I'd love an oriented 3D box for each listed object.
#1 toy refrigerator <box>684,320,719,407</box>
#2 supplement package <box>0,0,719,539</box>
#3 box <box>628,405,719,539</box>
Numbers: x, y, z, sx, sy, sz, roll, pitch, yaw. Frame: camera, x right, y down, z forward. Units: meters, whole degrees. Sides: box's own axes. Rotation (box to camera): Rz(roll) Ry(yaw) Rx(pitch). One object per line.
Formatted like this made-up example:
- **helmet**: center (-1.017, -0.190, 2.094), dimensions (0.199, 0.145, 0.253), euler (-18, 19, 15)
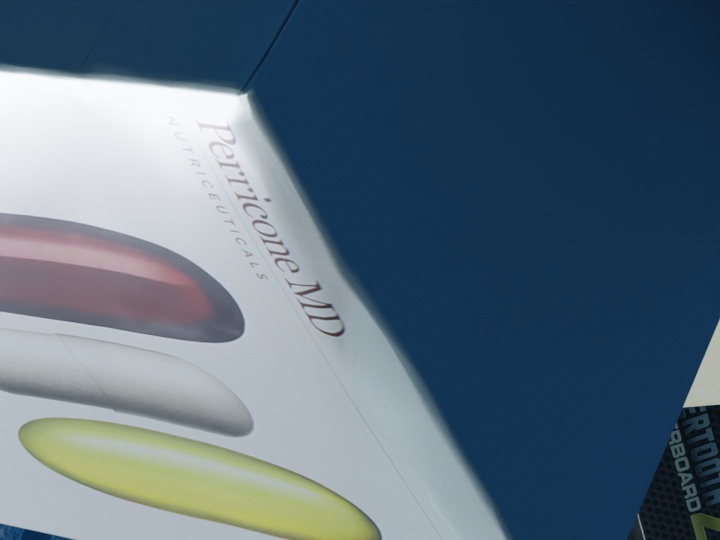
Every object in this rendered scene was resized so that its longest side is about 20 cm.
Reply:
- **toy refrigerator**: center (0.019, -0.001, 0.658), dimensions (0.199, 0.076, 0.070), euler (-7, 146, 23)
- **supplement package**: center (-0.039, -0.038, 0.531), dimensions (0.199, 0.147, 0.191), euler (7, 146, 33)
- **box**: center (0.091, 0.065, 0.780), dimensions (0.200, 0.051, 0.158), euler (-137, 30, -79)
